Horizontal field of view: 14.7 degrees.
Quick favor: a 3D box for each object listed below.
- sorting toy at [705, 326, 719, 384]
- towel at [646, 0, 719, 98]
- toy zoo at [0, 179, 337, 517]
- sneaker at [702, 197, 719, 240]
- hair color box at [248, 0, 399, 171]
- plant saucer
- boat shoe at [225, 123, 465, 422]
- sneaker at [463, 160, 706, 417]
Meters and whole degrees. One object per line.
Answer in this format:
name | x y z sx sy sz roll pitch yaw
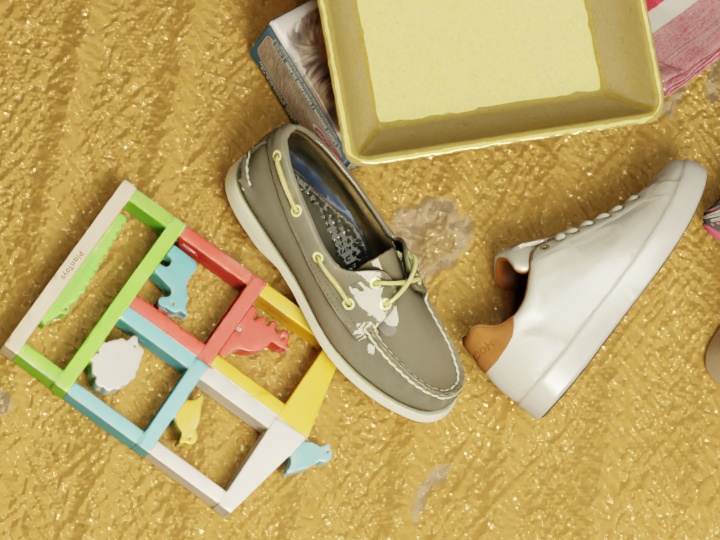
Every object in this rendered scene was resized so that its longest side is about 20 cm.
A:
sorting toy | 0.295 -0.029 1.724 0.036 0.185 0.200 35 70 -12
towel | 0.174 -0.220 1.766 0.144 0.023 0.200 -38 88 -28
toy zoo | -0.099 0.055 1.677 0.200 0.020 0.131 36 69 -5
sneaker | 0.277 -0.106 1.769 0.075 0.081 0.200 33 91 -7
hair color box | 0.042 -0.149 1.749 0.200 0.061 0.100 -31 86 -20
plant saucer | 0.068 -0.169 1.690 0.199 0.048 0.201 -9 83 -9
boat shoe | -0.002 0.001 1.685 0.202 0.060 0.072 52 47 3
sneaker | 0.138 -0.009 1.726 0.085 0.073 0.200 38 65 3
